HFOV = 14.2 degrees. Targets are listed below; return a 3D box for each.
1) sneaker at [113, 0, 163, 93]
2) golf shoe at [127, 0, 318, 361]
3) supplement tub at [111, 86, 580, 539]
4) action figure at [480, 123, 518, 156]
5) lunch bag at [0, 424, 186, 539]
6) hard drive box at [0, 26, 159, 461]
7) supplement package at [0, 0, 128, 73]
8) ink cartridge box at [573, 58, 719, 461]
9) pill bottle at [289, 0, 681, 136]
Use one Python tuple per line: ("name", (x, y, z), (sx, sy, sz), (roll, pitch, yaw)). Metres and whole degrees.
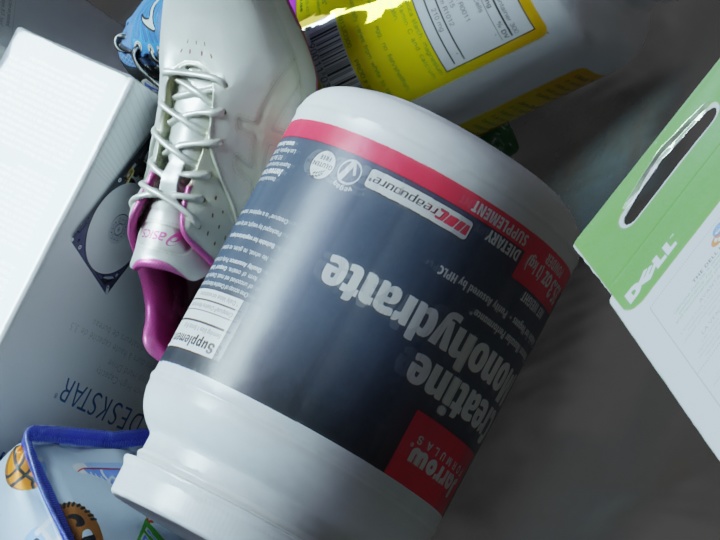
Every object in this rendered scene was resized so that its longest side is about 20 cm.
("sneaker", (-0.073, -0.111, 1.424), (0.089, 0.078, 0.200), (-50, 13, 18))
("golf shoe", (-0.065, -0.046, 1.284), (0.075, 0.201, 0.091), (9, 26, 33))
("supplement tub", (-0.006, 0.036, 1.234), (0.201, 0.140, 0.140), (-62, 22, -8))
("action figure", (0.000, 0.000, 1.382), (0.200, 0.055, 0.118), (-46, 26, 9))
("lunch bag", (-0.128, 0.196, 1.284), (0.170, 0.123, 0.201), (-43, 61, 32))
("hard drive box", (-0.142, 0.010, 1.360), (0.077, 0.156, 0.201), (25, 87, 29))
("supplement package", (-0.177, -0.074, 1.554), (0.121, 0.199, 0.120), (-48, 24, 21))
("ink cartridge box", (0.153, 0.003, 1.045), (0.104, 0.059, 0.200), (-53, 22, 11))
("pill bottle", (0.060, -0.121, 1.314), (0.199, 0.104, 0.105), (-24, 35, 24))
